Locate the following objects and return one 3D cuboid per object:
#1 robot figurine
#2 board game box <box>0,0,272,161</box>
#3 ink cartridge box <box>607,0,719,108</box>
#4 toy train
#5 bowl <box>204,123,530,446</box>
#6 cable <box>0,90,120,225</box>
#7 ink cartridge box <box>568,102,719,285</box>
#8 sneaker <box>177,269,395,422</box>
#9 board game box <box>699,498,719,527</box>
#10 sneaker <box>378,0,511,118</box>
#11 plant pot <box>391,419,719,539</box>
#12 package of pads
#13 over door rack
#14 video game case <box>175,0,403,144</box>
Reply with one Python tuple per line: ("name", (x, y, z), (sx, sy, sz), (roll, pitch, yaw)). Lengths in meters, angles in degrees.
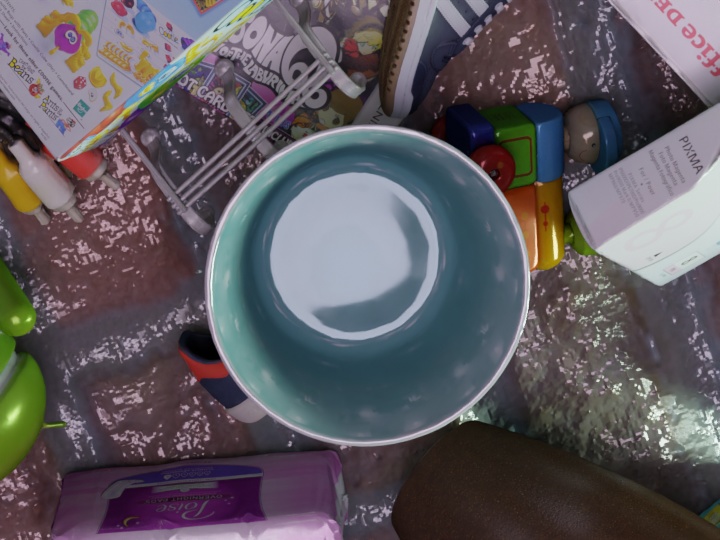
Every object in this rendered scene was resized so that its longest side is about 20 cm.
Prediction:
("robot figurine", (-0.292, 0.066, 1.711), (0.200, 0.116, 0.176), (42, 99, -13))
("board game box", (-0.124, -0.172, 1.546), (0.200, 0.103, 0.105), (-38, 89, 15))
("ink cartridge box", (0.254, -0.217, 1.635), (0.200, 0.086, 0.148), (-42, 103, 14))
("toy train", (0.115, -0.015, 1.715), (0.115, 0.085, 0.201), (-11, 114, -15))
("bowl", (0.000, 0.000, 1.622), (0.199, 0.105, 0.202), (-1, 102, -5))
("cable", (-0.233, -0.100, 1.657), (0.097, 0.051, 0.200), (-26, 136, 29))
("ink cartridge box", (0.243, -0.066, 1.641), (0.199, 0.162, 0.057), (-27, 72, 16))
("sneaker", (-0.041, 0.010, 1.716), (0.084, 0.075, 0.200), (40, 104, -17))
("board game box", (0.251, 0.258, 1.817), (0.200, 0.047, 0.151), (-40, 105, 12))
("sneaker", (0.082, -0.180, 1.619), (0.108, 0.070, 0.201), (11, 112, -13))
("plant pot", (0.122, 0.196, 1.721), (0.200, 0.187, 0.188), (38, 108, 23))
("package of pads", (-0.106, 0.180, 1.749), (0.199, 0.121, 0.076), (-5, 109, 1))
("over door rack", (-0.110, -0.145, 1.636), (0.148, 0.067, 0.200), (-41, 91, 14))
("video game case", (-0.039, -0.176, 1.673), (0.199, 0.036, 0.182), (31, 105, -10))
